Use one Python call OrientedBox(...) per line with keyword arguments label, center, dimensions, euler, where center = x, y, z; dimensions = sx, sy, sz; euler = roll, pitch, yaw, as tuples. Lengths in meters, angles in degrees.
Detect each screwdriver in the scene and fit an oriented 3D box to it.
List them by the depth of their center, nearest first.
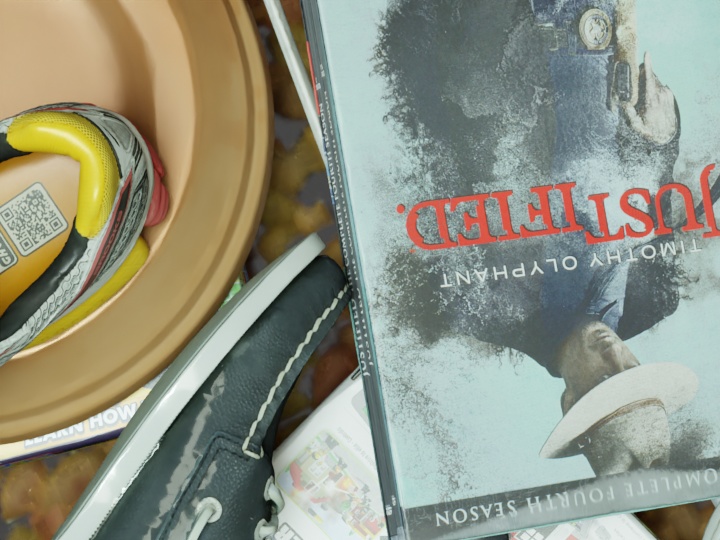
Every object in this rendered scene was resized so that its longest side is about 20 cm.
OrientedBox(label="screwdriver", center=(0.000, 0.000, 0.951), dimensions=(0.029, 0.028, 0.201), euler=(-24, 88, -29))

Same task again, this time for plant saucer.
OrientedBox(label="plant saucer", center=(-0.127, -0.046, 0.934), dimensions=(0.199, 0.037, 0.202), euler=(0, 84, 1))

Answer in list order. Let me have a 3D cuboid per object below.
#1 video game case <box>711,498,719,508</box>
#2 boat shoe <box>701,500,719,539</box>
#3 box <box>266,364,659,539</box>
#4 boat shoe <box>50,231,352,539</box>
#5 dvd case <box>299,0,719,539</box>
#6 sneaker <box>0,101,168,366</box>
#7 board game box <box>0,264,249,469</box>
OrientedBox(label="video game case", center=(0.168, -0.014, 0.991), dimensions=(0.181, 0.023, 0.201), euler=(-31, 85, -2))
OrientedBox(label="boat shoe", center=(0.204, 0.115, 0.941), dimensions=(0.201, 0.065, 0.075), euler=(24, 95, -10))
OrientedBox(label="box", center=(0.052, 0.119, 0.974), dimensions=(0.110, 0.035, 0.200), euler=(-44, 86, -3))
OrientedBox(label="boat shoe", center=(-0.059, 0.079, 0.903), dimensions=(0.060, 0.076, 0.200), euler=(38, 82, -1))
OrientedBox(label="dvd case", center=(0.061, -0.021, 0.948), dimensions=(0.145, 0.022, 0.201), euler=(-7, 85, -20))
OrientedBox(label="sneaker", center=(-0.145, 0.017, 0.869), dimensions=(0.200, 0.082, 0.078), euler=(-43, 86, -3))
OrientedBox(label="board game box", center=(-0.142, -0.014, 0.977), dimensions=(0.199, 0.057, 0.166), euler=(-15, 87, -1))
